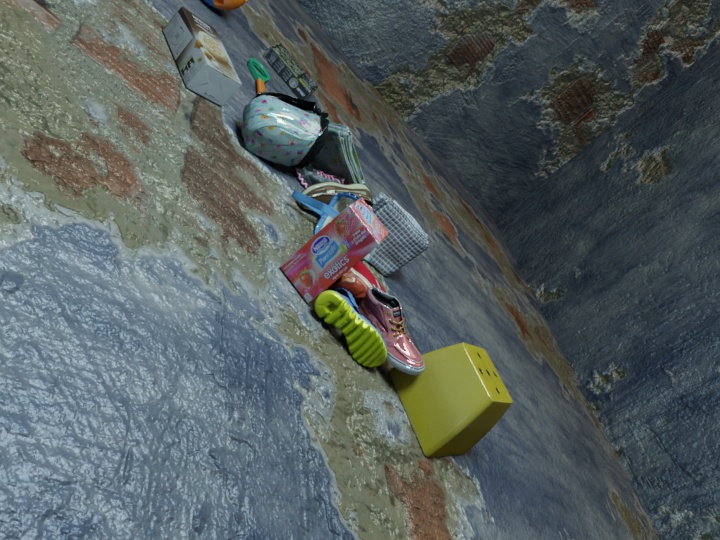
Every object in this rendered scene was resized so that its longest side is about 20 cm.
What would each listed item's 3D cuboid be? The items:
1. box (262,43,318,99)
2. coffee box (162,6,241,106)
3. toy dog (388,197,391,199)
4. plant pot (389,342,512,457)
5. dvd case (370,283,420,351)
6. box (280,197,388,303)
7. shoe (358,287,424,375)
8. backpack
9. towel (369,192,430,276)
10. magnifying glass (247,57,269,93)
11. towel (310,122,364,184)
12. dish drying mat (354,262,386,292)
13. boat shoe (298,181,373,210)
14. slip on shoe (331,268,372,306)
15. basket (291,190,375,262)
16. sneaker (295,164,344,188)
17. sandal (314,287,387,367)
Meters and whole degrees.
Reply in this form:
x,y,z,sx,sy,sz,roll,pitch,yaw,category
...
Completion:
x,y,z,sx,sy,sz,roll,pitch,yaw,category
-0.241,-0.695,1.905,0.200,0.044,0.161,47,23,-16,box
-0.375,-0.505,1.287,0.114,0.079,0.203,14,44,-58,coffee box
0.046,-0.163,1.630,0.199,0.129,0.099,-28,120,-64,toy dog
0.212,0.269,1.194,0.198,0.175,0.203,21,37,-52,plant pot
0.084,0.120,1.314,0.200,0.016,0.151,34,30,-64,dvd case
-0.051,-0.041,1.088,0.095,0.199,0.103,50,22,-3,box
0.069,0.125,1.151,0.199,0.092,0.071,41,33,26,shoe
-0.189,-0.336,1.311,0.197,0.167,0.129,17,46,-33,backpack
0.070,-0.091,1.468,0.199,0.164,0.087,40,30,-28,towel
-0.302,-0.573,1.628,0.079,0.022,0.202,36,26,-38,magnifying glass
-0.082,-0.310,1.444,0.198,0.048,0.174,24,-35,40,towel
0.000,0.000,1.380,0.201,0.018,0.077,51,22,-6,dish drying mat
-0.055,-0.174,1.355,0.198,0.076,0.076,-11,51,-26,boat shoe
-0.040,0.023,1.209,0.200,0.073,0.062,48,44,-16,slip on shoe
-0.053,-0.116,1.254,0.198,0.141,0.175,26,4,-40,basket
-0.088,-0.229,1.444,0.201,0.095,0.079,48,24,-10,sneaker
-0.011,0.108,1.110,0.202,0.079,0.087,54,16,-14,sandal
